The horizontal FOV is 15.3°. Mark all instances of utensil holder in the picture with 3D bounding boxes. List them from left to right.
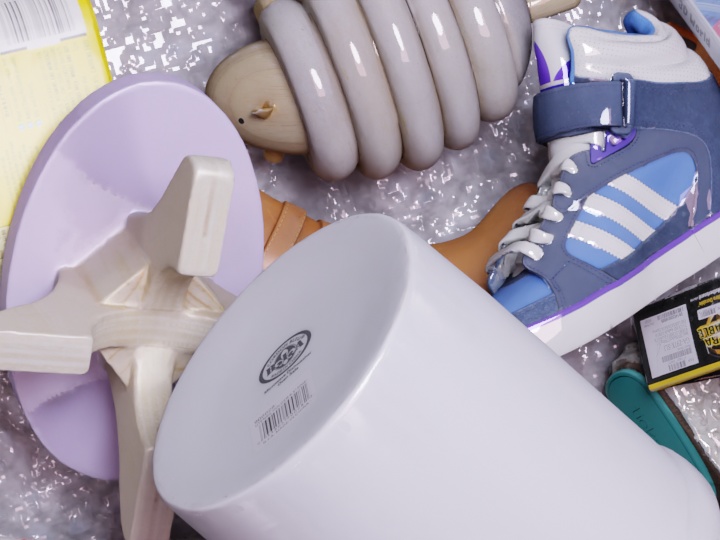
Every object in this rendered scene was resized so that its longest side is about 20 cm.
[{"bbox_3d":[0.032,0.096,1.176,0.200,0.170,0.170,42,77,-24],"label":"utensil holder"}]

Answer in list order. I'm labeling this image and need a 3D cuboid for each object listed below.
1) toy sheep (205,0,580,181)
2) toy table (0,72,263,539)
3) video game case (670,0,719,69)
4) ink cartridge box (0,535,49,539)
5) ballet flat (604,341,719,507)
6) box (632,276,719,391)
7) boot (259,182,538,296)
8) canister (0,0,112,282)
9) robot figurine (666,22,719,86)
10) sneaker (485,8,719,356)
[{"bbox_3d":[0.017,-0.115,1.357,0.199,0.138,0.139,-22,91,-2],"label":"toy sheep"},{"bbox_3d":[-0.098,0.020,1.258,0.183,0.117,0.201,-7,111,-16],"label":"toy table"},{"bbox_3d":[0.217,-0.171,1.398,0.142,0.200,0.018,-13,133,-14],"label":"video game case"},{"bbox_3d":[-0.115,0.196,1.296,0.199,0.128,0.126,7,83,-14],"label":"ink cartridge box"},{"bbox_3d":[0.200,0.121,1.417,0.071,0.072,0.201,-26,92,-15],"label":"ballet flat"},{"bbox_3d":[0.264,0.010,1.363,0.199,0.159,0.050,-9,79,-33],"label":"box"},{"bbox_3d":[0.000,0.000,1.373,0.154,0.074,0.200,37,75,-4],"label":"boot"},{"bbox_3d":[-0.218,-0.054,1.314,0.199,0.087,0.150,-14,90,-16],"label":"canister"},{"bbox_3d":[0.261,-0.094,1.412,0.199,0.117,0.145,2,102,1],"label":"robot figurine"},{"bbox_3d":[0.098,-0.046,1.323,0.199,0.081,0.147,-30,93,-22],"label":"sneaker"}]
